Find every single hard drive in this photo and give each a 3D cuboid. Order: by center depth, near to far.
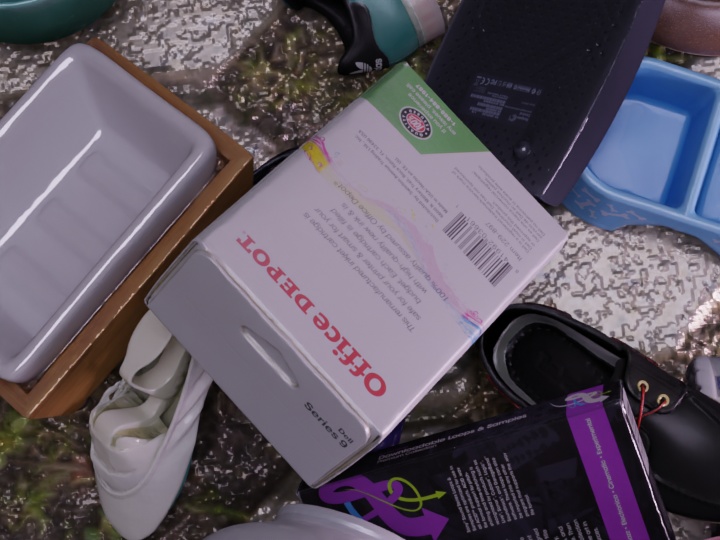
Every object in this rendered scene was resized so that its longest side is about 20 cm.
[{"bbox_3d":[0.114,-0.138,1.138,0.134,0.042,0.201,17,78,42],"label":"hard drive"}]

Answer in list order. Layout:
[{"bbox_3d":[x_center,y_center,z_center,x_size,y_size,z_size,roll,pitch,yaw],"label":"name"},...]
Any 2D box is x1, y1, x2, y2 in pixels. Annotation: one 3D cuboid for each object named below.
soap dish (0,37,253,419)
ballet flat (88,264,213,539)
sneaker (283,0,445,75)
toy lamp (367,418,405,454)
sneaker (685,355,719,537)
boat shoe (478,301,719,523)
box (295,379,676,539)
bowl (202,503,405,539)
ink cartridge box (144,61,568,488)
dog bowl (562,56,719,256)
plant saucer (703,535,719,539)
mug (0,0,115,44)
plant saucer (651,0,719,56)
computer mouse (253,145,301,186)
[{"bbox_3d":[-0.171,-0.024,1.110,0.157,0.081,0.200,36,82,33],"label":"soap dish"},{"bbox_3d":[-0.124,0.072,1.090,0.069,0.069,0.201,27,109,4],"label":"ballet flat"},{"bbox_3d":[-0.029,-0.216,1.167,0.080,0.071,0.201,-31,83,-8],"label":"sneaker"},{"bbox_3d":[0.069,0.129,1.122,0.198,0.058,0.059,15,81,1],"label":"toy lamp"},{"bbox_3d":[0.251,0.145,1.108,0.081,0.075,0.202,-8,81,1],"label":"sneaker"},{"bbox_3d":[0.155,0.085,1.089,0.201,0.063,0.074,32,92,26],"label":"boat shoe"},{"bbox_3d":[0.079,0.158,1.075,0.198,0.036,0.144,-17,106,13],"label":"box"},{"bbox_3d":[-0.016,0.189,1.013,0.200,0.201,0.091,22,69,4],"label":"bowl"},{"bbox_3d":[0.000,0.000,1.041,0.145,0.087,0.200,46,50,0],"label":"ink cartridge box"},{"bbox_3d":[0.211,-0.069,1.155,0.198,0.050,0.112,18,82,4],"label":"dog bowl"},{"bbox_3d":[0.225,0.240,1.049,0.199,0.051,0.202,0,120,0],"label":"plant saucer"},{"bbox_3d":[-0.226,-0.220,1.147,0.183,0.114,0.153,6,82,2],"label":"mug"},{"bbox_3d":[0.229,-0.240,1.191,0.198,0.032,0.202,0,80,1],"label":"plant saucer"},{"bbox_3d":[-0.046,0.020,1.113,0.138,0.053,0.201,-28,66,-1],"label":"computer mouse"}]
